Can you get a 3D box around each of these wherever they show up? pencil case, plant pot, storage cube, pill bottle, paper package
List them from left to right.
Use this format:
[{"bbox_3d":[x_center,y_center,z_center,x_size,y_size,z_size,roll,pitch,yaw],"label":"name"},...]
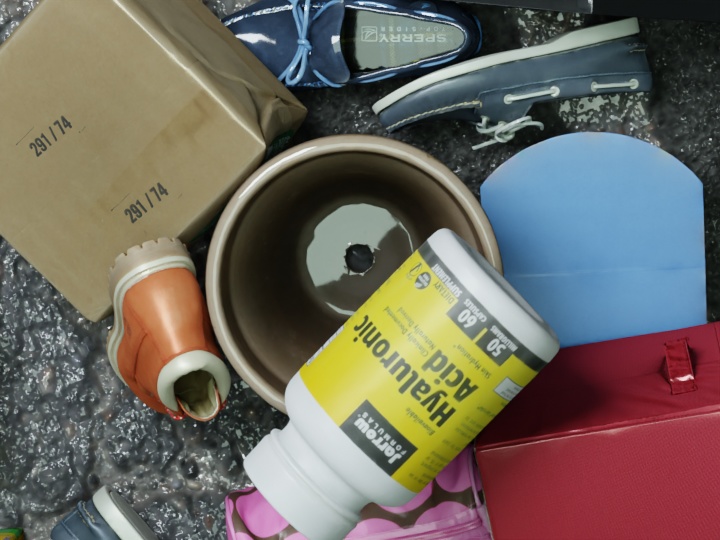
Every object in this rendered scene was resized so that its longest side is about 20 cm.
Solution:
[{"bbox_3d":[-0.172,-0.096,1.668,0.191,0.103,0.200,44,114,-2],"label":"paper package"},{"bbox_3d":[0.000,0.000,1.663,0.199,0.175,0.202,0,97,3],"label":"plant pot"},{"bbox_3d":[0.004,0.184,1.726,0.199,0.094,0.091,-14,96,3],"label":"pencil case"},{"bbox_3d":[0.022,0.080,1.529,0.111,0.111,0.200,44,96,-3],"label":"pill bottle"},{"bbox_3d":[0.182,0.154,1.661,0.179,0.171,0.201,-11,107,8],"label":"storage cube"}]

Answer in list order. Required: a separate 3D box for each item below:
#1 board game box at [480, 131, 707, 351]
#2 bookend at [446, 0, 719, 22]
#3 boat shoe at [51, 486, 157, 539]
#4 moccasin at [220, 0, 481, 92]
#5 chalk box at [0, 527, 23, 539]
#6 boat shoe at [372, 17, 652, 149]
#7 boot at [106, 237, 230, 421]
[{"bbox_3d":[0.168,-0.005,1.725,0.157,0.039,0.201,-3,106,4],"label":"board game box"},{"bbox_3d":[0.156,-0.225,1.660,0.199,0.198,0.093,-2,100,-42],"label":"bookend"},{"bbox_3d":[-0.147,0.252,1.739,0.062,0.075,0.200,-38,92,3],"label":"boat shoe"},{"bbox_3d":[-0.015,-0.168,1.696,0.199,0.068,0.081,-9,96,3],"label":"moccasin"},{"bbox_3d":[-0.344,0.263,1.732,0.199,0.125,0.125,-4,97,1],"label":"chalk box"},{"bbox_3d":[0.109,-0.125,1.696,0.199,0.075,0.062,-17,93,-9],"label":"boat shoe"},{"bbox_3d":[-0.128,0.071,1.662,0.075,0.200,0.108,-22,66,-9],"label":"boot"}]
